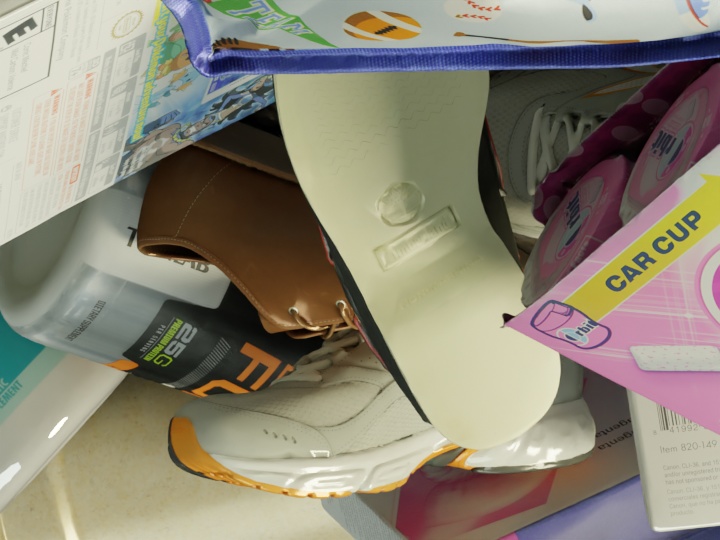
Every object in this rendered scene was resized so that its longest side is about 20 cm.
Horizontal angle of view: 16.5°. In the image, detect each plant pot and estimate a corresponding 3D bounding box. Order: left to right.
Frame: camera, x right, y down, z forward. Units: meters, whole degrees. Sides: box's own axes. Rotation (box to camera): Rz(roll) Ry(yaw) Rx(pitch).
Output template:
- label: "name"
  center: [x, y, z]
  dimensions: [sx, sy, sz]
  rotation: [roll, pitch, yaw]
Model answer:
- label: "plant pot"
  center: [-0.072, 0.090, 1.258]
  dimensions: [0.183, 0.201, 0.200]
  rotation: [-10, 153, 14]

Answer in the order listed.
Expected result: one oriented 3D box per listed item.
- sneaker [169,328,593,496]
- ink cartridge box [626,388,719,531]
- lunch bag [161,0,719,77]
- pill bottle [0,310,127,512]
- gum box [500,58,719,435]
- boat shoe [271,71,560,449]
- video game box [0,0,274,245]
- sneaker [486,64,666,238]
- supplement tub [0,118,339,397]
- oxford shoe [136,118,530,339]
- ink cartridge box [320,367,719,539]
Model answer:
- label: "sneaker"
  center: [0.008, 0.039, 1.014]
  dimensions: [0.200, 0.092, 0.076]
  rotation: [-6, -173, -37]
- label: "ink cartridge box"
  center: [0.157, -0.006, 0.979]
  dimensions: [0.116, 0.200, 0.068]
  rotation: [-7, -167, 12]
- label: "lunch bag"
  center: [0.045, -0.147, 0.662]
  dimensions: [0.200, 0.170, 0.124]
  rotation: [3, 161, 16]
- label: "pill bottle"
  center: [-0.209, 0.012, 1.128]
  dimensions: [0.200, 0.111, 0.111]
  rotation: [42, 152, -1]
- label: "gum box"
  center: [0.140, -0.019, 0.766]
  dimensions: [0.113, 0.066, 0.200]
  rotation: [26, 145, -14]
- label: "boat shoe"
  center: [0.012, -0.035, 0.844]
  dimensions: [0.074, 0.063, 0.202]
  rotation: [-24, 116, -8]
- label: "video game box"
  center: [-0.077, -0.090, 0.863]
  dimensions: [0.182, 0.047, 0.200]
  rotation: [-27, 166, -20]
- label: "sneaker"
  center: [0.103, -0.047, 0.882]
  dimensions: [0.200, 0.076, 0.092]
  rotation: [1, 180, 28]
- label: "supplement tub"
  center: [-0.049, -0.001, 1.092]
  dimensions: [0.200, 0.123, 0.123]
  rotation: [20, 154, -26]
- label: "oxford shoe"
  center: [0.000, 0.000, 0.958]
  dimensions: [0.200, 0.071, 0.071]
  rotation: [19, 170, 30]
- label: "ink cartridge box"
  center: [0.103, 0.089, 1.102]
  dimensions: [0.196, 0.043, 0.200]
  rotation: [-23, -155, -17]
